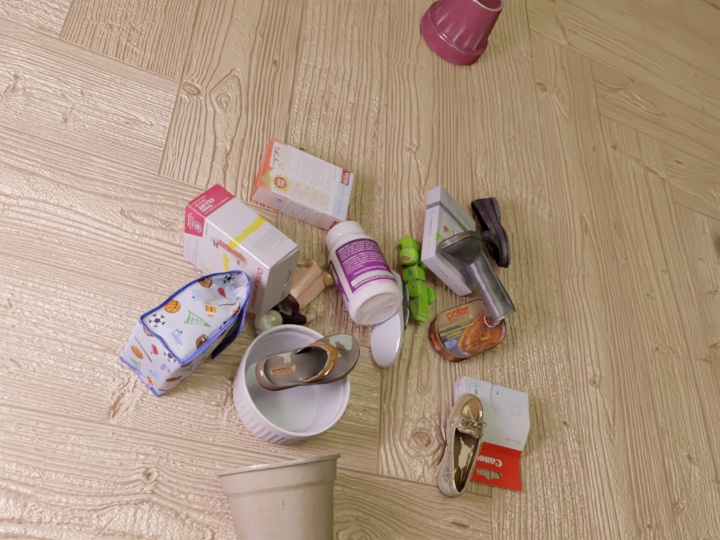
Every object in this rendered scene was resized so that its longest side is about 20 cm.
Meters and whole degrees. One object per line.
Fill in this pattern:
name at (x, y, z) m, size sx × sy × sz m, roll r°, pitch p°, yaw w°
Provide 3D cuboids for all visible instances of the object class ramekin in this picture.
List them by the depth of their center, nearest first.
ramekin at (-0.127, 0.206, 1.256) m, size 0.199 × 0.105 × 0.201 m, roll 14°, pitch 57°, yaw -22°

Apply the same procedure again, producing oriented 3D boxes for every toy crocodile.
toy crocodile at (0.114, 0.016, 1.540) m, size 0.067 × 0.061 × 0.201 m, roll 21°, pitch 55°, yaw -50°

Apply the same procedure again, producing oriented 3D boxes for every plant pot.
plant pot at (-0.118, 0.390, 1.113) m, size 0.199 × 0.200 × 0.185 m, roll 1°, pitch 74°, yaw -30°
plant pot at (0.295, -0.702, 1.995) m, size 0.199 × 0.179 × 0.201 m, roll 14°, pitch 57°, yaw -23°

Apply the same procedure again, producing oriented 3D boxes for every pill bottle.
pill bottle at (0.000, 0.000, 1.435) m, size 0.112 × 0.113 × 0.201 m, roll -1°, pitch 48°, yaw -30°

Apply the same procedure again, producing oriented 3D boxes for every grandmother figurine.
grandmother figurine at (-0.136, 0.056, 1.372) m, size 0.121 × 0.061 × 0.200 m, roll 36°, pitch 48°, yaw 4°

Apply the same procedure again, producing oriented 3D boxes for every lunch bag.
lunch bag at (-0.275, 0.094, 1.194) m, size 0.124 × 0.170 × 0.200 m, roll 47°, pitch 50°, yaw -1°

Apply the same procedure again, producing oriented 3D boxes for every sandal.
sandal at (-0.081, 0.149, 1.212) m, size 0.199 × 0.055 × 0.082 m, roll -6°, pitch 66°, yaw -33°

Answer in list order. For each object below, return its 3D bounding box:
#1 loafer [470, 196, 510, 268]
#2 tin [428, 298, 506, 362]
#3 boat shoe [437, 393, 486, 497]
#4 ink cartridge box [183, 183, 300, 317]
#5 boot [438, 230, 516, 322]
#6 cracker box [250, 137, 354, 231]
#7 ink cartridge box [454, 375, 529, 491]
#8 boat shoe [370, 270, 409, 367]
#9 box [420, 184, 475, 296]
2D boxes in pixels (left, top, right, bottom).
loafer at (0.308, -0.090, 1.719) m, size 0.062 × 0.072 × 0.201 m, roll -1°, pitch 55°, yaw -8°
tin at (0.232, 0.128, 1.555) m, size 0.199 × 0.042 × 0.113 m, roll -15°, pitch 75°, yaw -36°
boat shoe at (0.201, 0.331, 1.370) m, size 0.073 × 0.063 × 0.201 m, roll 17°, pitch 70°, yaw -10°
ink cartridge box at (-0.217, -0.035, 1.289) m, size 0.200 × 0.146 × 0.083 m, roll 36°, pitch 50°, yaw 15°
boot at (0.253, 0.016, 1.539) m, size 0.181 × 0.072 × 0.201 m, roll -7°, pitch 77°, yaw -55°
cracker box at (-0.120, -0.177, 1.519) m, size 0.199 × 0.058 × 0.135 m, roll 22°, pitch 55°, yaw -17°
ink cartridge box at (0.267, 0.327, 1.449) m, size 0.159 × 0.047 × 0.201 m, roll 18°, pitch 53°, yaw -20°
boat shoe at (0.067, 0.103, 1.458) m, size 0.068 × 0.071 × 0.201 m, roll 33°, pitch 50°, yaw -47°
box at (0.199, -0.068, 1.612) m, size 0.156 × 0.041 × 0.201 m, roll 41°, pitch 46°, yaw -37°
